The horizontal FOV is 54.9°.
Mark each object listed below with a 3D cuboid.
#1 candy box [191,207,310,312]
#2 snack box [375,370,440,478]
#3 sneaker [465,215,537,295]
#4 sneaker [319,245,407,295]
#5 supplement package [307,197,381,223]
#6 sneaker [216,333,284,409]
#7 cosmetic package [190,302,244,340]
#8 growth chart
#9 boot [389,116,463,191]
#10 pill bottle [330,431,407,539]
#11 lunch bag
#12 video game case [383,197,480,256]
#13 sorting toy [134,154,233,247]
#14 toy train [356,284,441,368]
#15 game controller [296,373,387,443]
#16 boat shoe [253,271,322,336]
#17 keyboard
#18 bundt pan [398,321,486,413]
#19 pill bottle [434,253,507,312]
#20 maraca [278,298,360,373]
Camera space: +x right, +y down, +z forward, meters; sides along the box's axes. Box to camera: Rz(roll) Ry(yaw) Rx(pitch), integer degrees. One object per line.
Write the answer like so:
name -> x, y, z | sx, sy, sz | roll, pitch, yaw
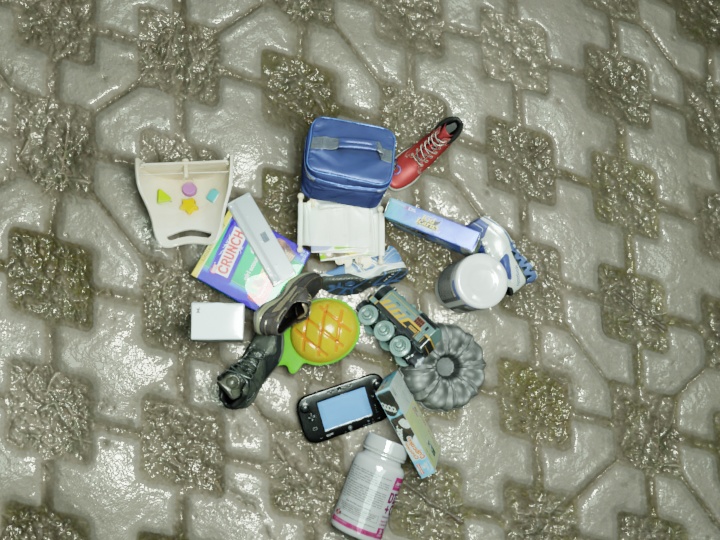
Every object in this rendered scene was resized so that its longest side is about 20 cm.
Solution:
candy box -> -0.232, -0.012, 1.476 | 0.199, 0.077, 0.170 | 29, 78, -4
snack box -> 0.103, 0.322, 1.463 | 0.037, 0.116, 0.201 | -28, 92, 16
sneaker -> 0.300, -0.019, 1.566 | 0.115, 0.081, 0.200 | -43, 93, -14
sneaker -> 0.000, 0.000, 1.527 | 0.198, 0.076, 0.078 | -10, 62, -10
supplement package -> -0.029, -0.204, 1.519 | 0.154, 0.111, 0.202 | 11, 80, -8
sneaker -> -0.224, 0.197, 1.409 | 0.076, 0.114, 0.201 | 32, 94, 11
cosmetic package -> -0.283, 0.107, 1.390 | 0.100, 0.200, 0.072 | 1, 82, -9
growth chart -> -0.041, -0.079, 1.452 | 0.197, 0.018, 0.146 | 6, 106, -7
boot -> 0.139, -0.262, 1.538 | 0.200, 0.144, 0.073 | -43, 93, -11
pill bottle -> 0.024, 0.448, 1.442 | 0.112, 0.113, 0.202 | 23, 80, -6
lunch bag -> -0.017, -0.216, 1.386 | 0.198, 0.132, 0.137 | 7, 71, -6
video game case -> 0.157, -0.086, 1.474 | 0.198, 0.181, 0.046 | 23, 90, 11
sorting toy -> -0.358, -0.136, 1.437 | 0.197, 0.107, 0.182 | -3, 71, -7
toy train -> 0.081, 0.117, 1.483 | 0.114, 0.085, 0.200 | -42, 59, -9
game controller -> -0.035, 0.295, 1.489 | 0.198, 0.042, 0.105 | -17, 86, -11
boat shoe -> -0.133, 0.076, 1.418 | 0.073, 0.075, 0.200 | 22, 45, 28
keyboard -> -0.207, -0.066, 1.448 | 0.056, 0.011, 0.201 | -29, 87, -21
bundt pan -> 0.188, 0.212, 1.520 | 0.199, 0.076, 0.205 | 1, 82, -10
pill bottle -> 0.230, 0.032, 1.486 | 0.112, 0.200, 0.115 | 1, 84, -9
maraca -> -0.098, 0.137, 1.467 | 0.198, 0.107, 0.138 | -22, 78, -1
